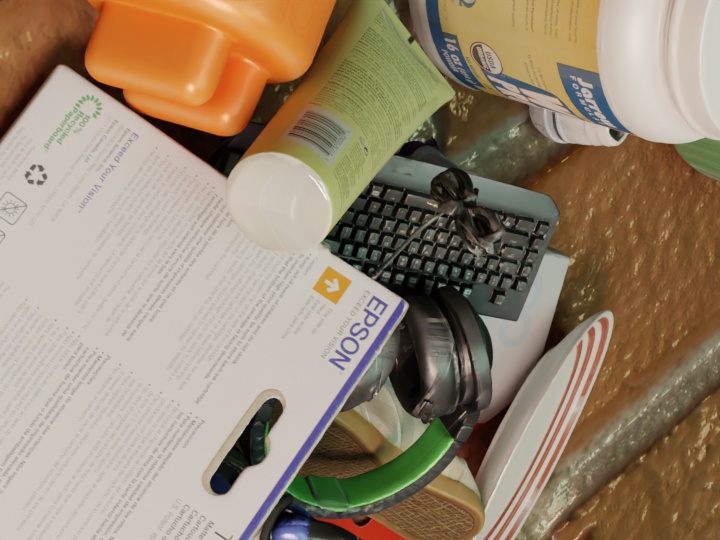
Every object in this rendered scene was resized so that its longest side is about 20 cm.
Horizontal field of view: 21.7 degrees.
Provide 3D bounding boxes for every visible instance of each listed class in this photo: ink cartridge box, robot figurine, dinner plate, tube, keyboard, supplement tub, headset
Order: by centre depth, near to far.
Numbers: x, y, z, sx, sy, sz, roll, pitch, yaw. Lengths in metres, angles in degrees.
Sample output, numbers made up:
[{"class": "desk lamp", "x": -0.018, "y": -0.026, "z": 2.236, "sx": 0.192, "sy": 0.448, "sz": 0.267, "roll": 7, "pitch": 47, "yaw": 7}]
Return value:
[{"class": "ink cartridge box", "x": -0.113, "y": 0.040, "z": 0.853, "sx": 0.200, "sy": 0.200, "sz": 0.041, "roll": -54, "pitch": 178, "yaw": -14}, {"class": "robot figurine", "x": -0.056, "y": -0.165, "z": 0.863, "sx": 0.144, "sy": 0.117, "sz": 0.200, "roll": 25, "pitch": 81, "yaw": -27}, {"class": "tube", "x": -0.005, "y": -0.074, "z": 0.898, "sx": 0.200, "sy": 0.052, "sz": 0.058, "roll": -57, "pitch": 153, "yaw": -54}, {"class": "headset", "x": 0.017, "y": 0.044, "z": 0.918, "sx": 0.123, "sy": 0.094, "sz": 0.200, "roll": 7, "pitch": 116, "yaw": -28}, {"class": "keyboard", "x": 0.000, "y": 0.000, "z": 0.955, "sx": 0.200, "sy": 0.021, "sz": 0.127, "roll": 12, "pitch": 113, "yaw": -28}, {"class": "supplement tub", "x": 0.139, "y": -0.150, "z": 1.011, "sx": 0.145, "sy": 0.200, "sz": 0.145, "roll": -20, "pitch": 119, "yaw": -39}, {"class": "ink cartridge box", "x": 0.035, "y": 0.073, "z": 1.109, "sx": 0.160, "sy": 0.047, "sz": 0.200, "roll": 7, "pitch": 99, "yaw": -47}, {"class": "dinner plate", "x": 0.103, "y": 0.111, "z": 1.168, "sx": 0.200, "sy": 0.024, "sz": 0.200, "roll": -57, "pitch": 163, "yaw": -28}]

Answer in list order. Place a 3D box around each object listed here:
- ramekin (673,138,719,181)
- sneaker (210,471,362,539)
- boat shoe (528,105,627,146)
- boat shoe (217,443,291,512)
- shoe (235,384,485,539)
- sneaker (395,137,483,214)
[{"class": "ramekin", "x": 0.288, "y": -0.140, "z": 1.245, "sx": 0.200, "sy": 0.098, "sz": 0.200, "roll": -20, "pitch": 119, "yaw": -40}, {"class": "sneaker", "x": -0.046, "y": 0.146, "z": 0.890, "sx": 0.081, "sy": 0.199, "sz": 0.115, "roll": 38, "pitch": 106, "yaw": -24}, {"class": "boat shoe", "x": 0.174, "y": -0.165, "z": 1.140, "sx": 0.074, "sy": 0.067, "sz": 0.200, "roll": 20, "pitch": 91, "yaw": -48}, {"class": "boat shoe", "x": -0.056, "y": 0.156, "z": 1.032, "sx": 0.067, "sy": 0.057, "sz": 0.200, "roll": -41, "pitch": 131, "yaw": -10}, {"class": "shoe", "x": -0.005, "y": 0.093, "z": 1.035, "sx": 0.200, "sy": 0.070, "sz": 0.053, "roll": 37, "pitch": 39, "yaw": -39}, {"class": "sneaker", "x": -0.032, "y": -0.016, "z": 0.998, "sx": 0.200, "sy": 0.088, "sz": 0.075, "roll": -16, "pitch": 124, "yaw": -14}]
